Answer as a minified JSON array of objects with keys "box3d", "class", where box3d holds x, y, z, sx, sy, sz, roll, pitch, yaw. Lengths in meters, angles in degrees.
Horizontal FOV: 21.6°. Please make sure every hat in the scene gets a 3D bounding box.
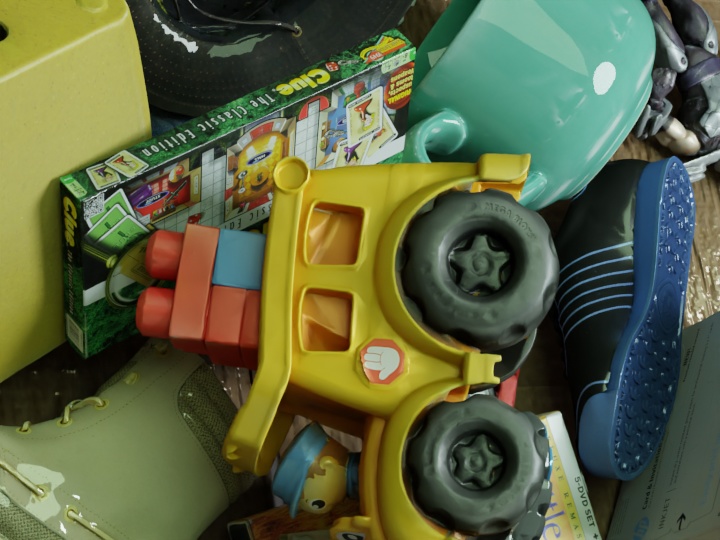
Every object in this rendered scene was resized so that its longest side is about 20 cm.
[{"box3d":[-0.064,-0.184,1.005,0.199,0.202,0.081,12,22,-18],"class":"hat"}]

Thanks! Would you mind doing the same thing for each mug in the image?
[{"box3d":[0.088,-0.095,1.070,0.114,0.152,0.186,35,82,-8],"class":"mug"}]

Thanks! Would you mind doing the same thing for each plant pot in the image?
[{"box3d":[-0.211,-0.071,0.869,0.200,0.177,0.199,41,47,16],"class":"plant pot"}]

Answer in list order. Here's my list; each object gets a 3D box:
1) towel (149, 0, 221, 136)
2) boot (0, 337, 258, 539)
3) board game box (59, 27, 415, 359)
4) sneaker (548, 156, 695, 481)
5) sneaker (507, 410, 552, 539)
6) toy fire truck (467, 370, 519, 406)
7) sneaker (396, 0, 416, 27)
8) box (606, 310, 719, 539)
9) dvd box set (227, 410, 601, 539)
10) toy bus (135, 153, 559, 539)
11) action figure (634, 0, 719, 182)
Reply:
[{"box3d":[-0.161,-0.148,1.042,0.199,0.049,0.112,29,61,-9],"class":"towel"},{"box3d":[-0.155,0.080,0.931,0.200,0.073,0.156,42,59,-3],"class":"boot"},{"box3d":[-0.057,-0.039,0.918,0.199,0.105,0.023,-28,56,-30],"class":"board game box"},{"box3d":[0.139,0.027,1.078,0.070,0.077,0.202,45,51,-44],"class":"sneaker"},{"box3d":[0.051,0.171,0.943,0.081,0.073,0.202,3,74,-6],"class":"sneaker"},{"box3d":[0.000,0.000,1.045,0.198,0.049,0.142,18,62,-15],"class":"toy fire truck"},{"box3d":[0.039,-0.191,1.113,0.145,0.080,0.202,9,94,-36],"class":"sneaker"},{"box3d":[0.214,0.080,1.012,0.041,0.200,0.157,29,60,-15],"class":"box"},{"box3d":[0.042,0.171,0.986,0.198,0.029,0.148,-15,86,-28],"class":"dvd box set"},{"box3d":[-0.009,0.047,0.867,0.190,0.136,0.202,4,76,-1],"class":"toy bus"},{"box3d":[0.206,-0.137,1.182,0.129,0.069,0.201,-23,82,-34],"class":"action figure"}]
